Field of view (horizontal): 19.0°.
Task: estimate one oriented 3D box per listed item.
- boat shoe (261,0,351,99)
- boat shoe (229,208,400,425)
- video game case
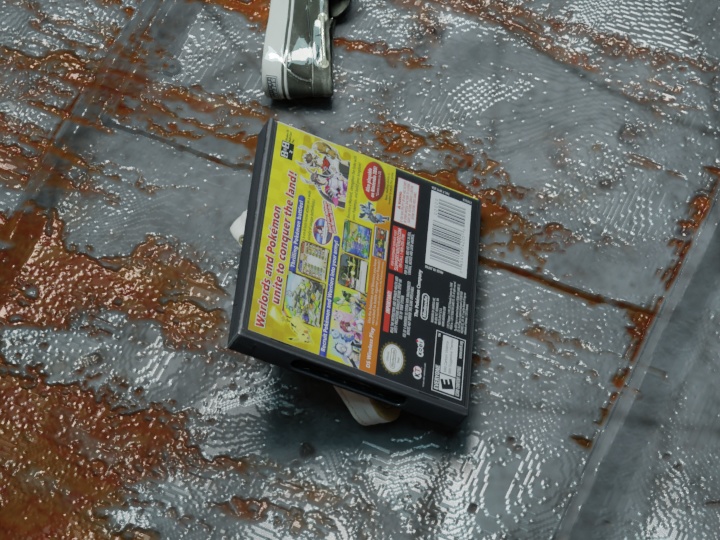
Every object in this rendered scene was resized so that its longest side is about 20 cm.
[{"bbox_3d":[-0.036,-0.228,1.739,0.063,0.071,0.202,2,68,9],"label":"boat shoe"},{"bbox_3d":[-0.036,0.036,1.591,0.069,0.071,0.201,-34,67,17],"label":"boat shoe"},{"bbox_3d":[0.000,0.000,1.560,0.179,0.026,0.201,20,50,-17],"label":"video game case"}]
